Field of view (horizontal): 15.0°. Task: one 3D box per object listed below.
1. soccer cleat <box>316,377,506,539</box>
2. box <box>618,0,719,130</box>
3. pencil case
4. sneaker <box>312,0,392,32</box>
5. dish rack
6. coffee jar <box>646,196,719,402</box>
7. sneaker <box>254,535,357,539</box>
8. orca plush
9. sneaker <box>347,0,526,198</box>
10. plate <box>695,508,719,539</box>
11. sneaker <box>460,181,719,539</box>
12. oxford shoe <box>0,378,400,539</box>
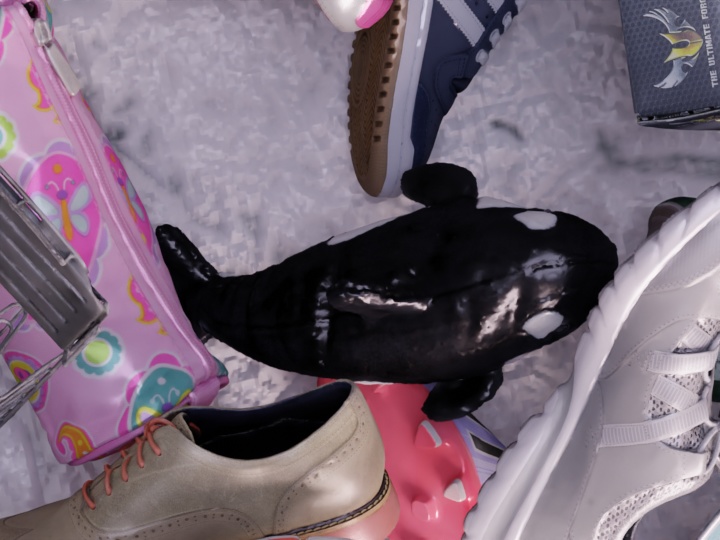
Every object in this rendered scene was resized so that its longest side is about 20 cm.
[{"bbox_3d":[0.059,0.105,1.170,0.200,0.076,0.067,48,123,9],"label":"soccer cleat"},{"bbox_3d":[0.146,-0.160,1.140,0.051,0.158,0.201,-9,89,24],"label":"box"},{"bbox_3d":[-0.129,-0.021,1.132,0.087,0.087,0.201,-25,91,-8],"label":"pencil case"},{"bbox_3d":[-0.071,-0.155,1.142,0.200,0.081,0.088,41,95,20],"label":"sneaker"},{"bbox_3d":[-0.184,0.010,1.076,0.153,0.200,0.055,45,53,-3],"label":"dish rack"},{"bbox_3d":[0.221,0.021,1.167,0.199,0.104,0.086,7,94,-8],"label":"coffee jar"},{"bbox_3d":[-0.074,0.147,1.024,0.199,0.082,0.077,-14,82,-8],"label":"sneaker"},{"bbox_3d":[0.000,0.000,1.110,0.199,0.071,0.106,11,85,25],"label":"orca plush"},{"bbox_3d":[0.060,-0.125,1.170,0.108,0.070,0.201,8,93,-16],"label":"sneaker"},{"bbox_3d":[0.208,0.119,1.148,0.199,0.026,0.201,-15,133,-17],"label":"plate"},{"bbox_3d":[0.123,0.047,1.080,0.082,0.075,0.201,34,109,12],"label":"sneaker"},{"bbox_3d":[-0.087,0.089,1.092,0.199,0.071,0.075,-16,120,-9],"label":"oxford shoe"}]
